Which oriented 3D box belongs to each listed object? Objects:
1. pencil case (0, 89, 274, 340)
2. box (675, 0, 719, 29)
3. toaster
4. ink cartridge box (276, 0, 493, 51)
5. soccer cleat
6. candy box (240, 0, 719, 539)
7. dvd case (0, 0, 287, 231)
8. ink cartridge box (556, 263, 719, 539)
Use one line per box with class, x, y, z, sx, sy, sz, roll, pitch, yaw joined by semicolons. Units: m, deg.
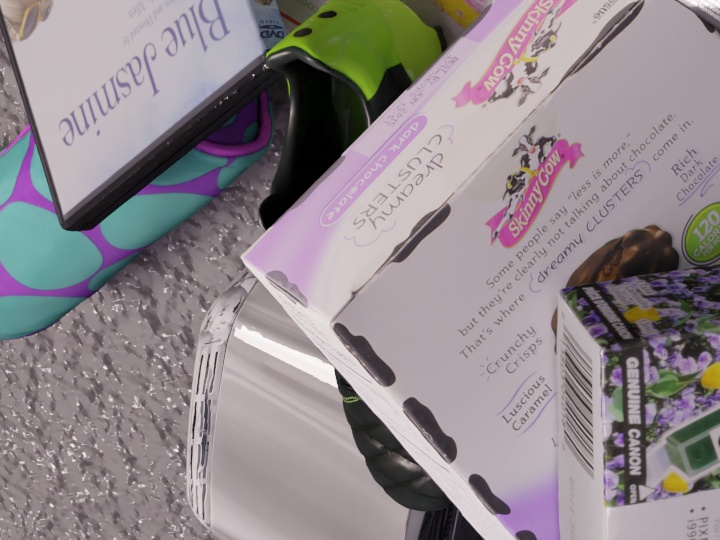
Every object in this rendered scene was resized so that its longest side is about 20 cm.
pencil case;-0.120;-0.043;1.138;0.092;0.085;0.200;37;137;-15
box;0.105;-0.142;0.847;0.200;0.137;0.040;36;129;20
toaster;0.004;0.067;1.118;0.129;0.114;0.201;27;136;20
ink cartridge box;0.016;-0.126;0.993;0.117;0.067;0.200;30;134;12
soccer cleat;0.000;0.000;0.966;0.067;0.081;0.201;6;112;37
candy box;0.083;0.010;0.937;0.200;0.168;0.071;50;171;-33
dvd case;-0.101;-0.134;1.028;0.143;0.017;0.201;-34;68;42
ink cartridge box;0.168;0.049;0.904;0.199;0.050;0.109;-9;115;-12
